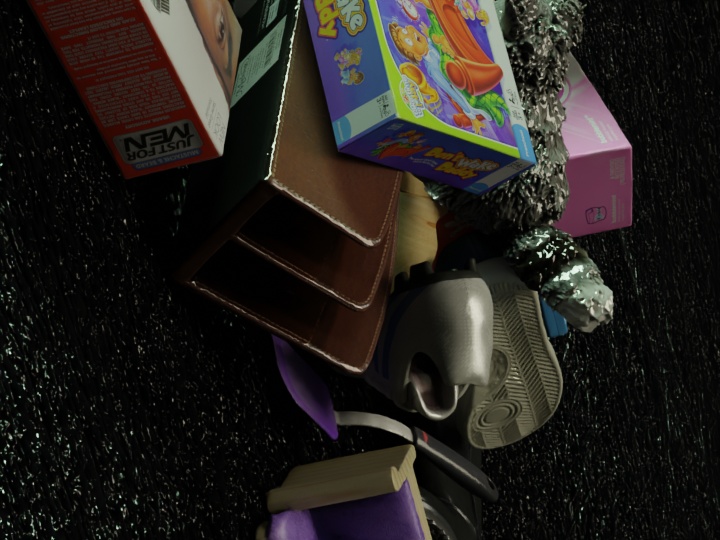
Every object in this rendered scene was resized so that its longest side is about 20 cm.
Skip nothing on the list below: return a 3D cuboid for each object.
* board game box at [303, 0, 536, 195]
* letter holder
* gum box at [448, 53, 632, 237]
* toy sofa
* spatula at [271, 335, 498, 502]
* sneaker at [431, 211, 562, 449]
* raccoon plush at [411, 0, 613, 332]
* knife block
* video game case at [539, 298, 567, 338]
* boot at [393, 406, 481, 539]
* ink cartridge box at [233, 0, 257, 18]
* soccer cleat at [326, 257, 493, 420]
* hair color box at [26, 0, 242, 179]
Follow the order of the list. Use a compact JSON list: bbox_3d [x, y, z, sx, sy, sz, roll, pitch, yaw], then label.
[{"bbox_3d":[0.023,-0.153,1.511,0.134,0.045,0.201,14,56,-51],"label":"board game box"},{"bbox_3d":[-0.013,-0.059,1.529,0.142,0.101,0.201,30,42,-21],"label":"letter holder"},{"bbox_3d":[0.100,-0.099,1.817,0.200,0.113,0.067,-115,-163,-53],"label":"gum box"},{"bbox_3d":[0.010,0.213,1.566,0.098,0.082,0.202,-51,127,-70],"label":"toy sofa"},{"bbox_3d":[0.017,0.100,1.646,0.199,0.021,0.057,30,29,-31],"label":"spatula"},{"bbox_3d":[0.082,0.035,1.712,0.201,0.074,0.085,85,-16,-52],"label":"sneaker"},{"bbox_3d":[0.121,-0.079,1.621,0.200,0.134,0.097,44,23,14],"label":"raccoon plush"},{"bbox_3d":[0.000,0.000,1.688,0.176,0.064,0.201,-70,143,-46],"label":"knife block"},{"bbox_3d":[0.114,-0.035,2.039,0.200,0.018,0.144,-133,-152,-78],"label":"video game case"},{"bbox_3d":[0.042,0.118,1.757,0.165,0.065,0.201,66,23,-51],"label":"boot"},{"bbox_3d":[-0.025,-0.267,1.694,0.160,0.047,0.202,-48,151,-68],"label":"ink cartridge box"},{"bbox_3d":[0.025,0.055,1.622,0.200,0.069,0.087,145,-60,-67],"label":"soccer cleat"},{"bbox_3d":[-0.130,-0.161,1.394,0.111,0.063,0.201,-85,157,-45],"label":"hair color box"}]
